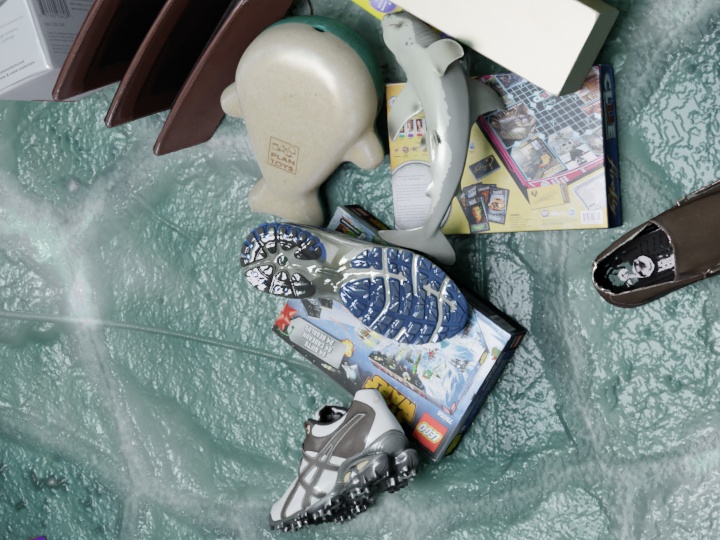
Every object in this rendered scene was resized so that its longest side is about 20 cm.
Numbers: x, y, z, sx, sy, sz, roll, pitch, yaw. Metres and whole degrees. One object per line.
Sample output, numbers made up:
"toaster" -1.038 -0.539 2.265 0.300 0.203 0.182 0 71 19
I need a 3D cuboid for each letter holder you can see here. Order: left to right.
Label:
"letter holder" -0.168 -0.201 1.543 0.101 0.142 0.200 47 128 14

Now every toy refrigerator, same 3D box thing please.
"toy refrigerator" 0.102 -0.223 1.417 0.199 0.070 0.076 32 110 16

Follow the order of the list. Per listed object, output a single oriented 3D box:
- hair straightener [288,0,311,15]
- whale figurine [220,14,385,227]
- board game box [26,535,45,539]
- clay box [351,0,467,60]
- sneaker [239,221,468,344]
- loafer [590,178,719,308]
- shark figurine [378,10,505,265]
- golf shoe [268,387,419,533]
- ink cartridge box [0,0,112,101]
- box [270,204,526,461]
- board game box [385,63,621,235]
"hair straightener" -0.101 -0.277 1.583 0.077 0.041 0.201 -31 81 28
"whale figurine" -0.045 -0.133 1.549 0.158 0.104 0.201 20 128 13
"board game box" -0.419 0.400 1.732 0.199 0.200 0.201 -20 86 29
"clay box" 0.027 -0.280 1.509 0.200 0.048 0.115 36 109 19
"sneaker" 0.000 0.000 1.495 0.199 0.085 0.077 21 103 1
"loafer" 0.267 -0.022 1.393 0.200 0.071 0.073 -34 79 27
"shark figurine" 0.079 -0.114 1.443 0.128 0.089 0.216 -6 89 56
"golf shoe" -0.022 0.171 1.560 0.200 0.077 0.095 -37 64 44
"ink cartridge box" -0.305 -0.264 1.634 0.085 0.147 0.201 -22 84 27
"box" 0.031 0.053 1.546 0.200 0.040 0.137 38 110 20
"board game box" 0.120 -0.100 1.485 0.199 0.035 0.137 -1 95 28
